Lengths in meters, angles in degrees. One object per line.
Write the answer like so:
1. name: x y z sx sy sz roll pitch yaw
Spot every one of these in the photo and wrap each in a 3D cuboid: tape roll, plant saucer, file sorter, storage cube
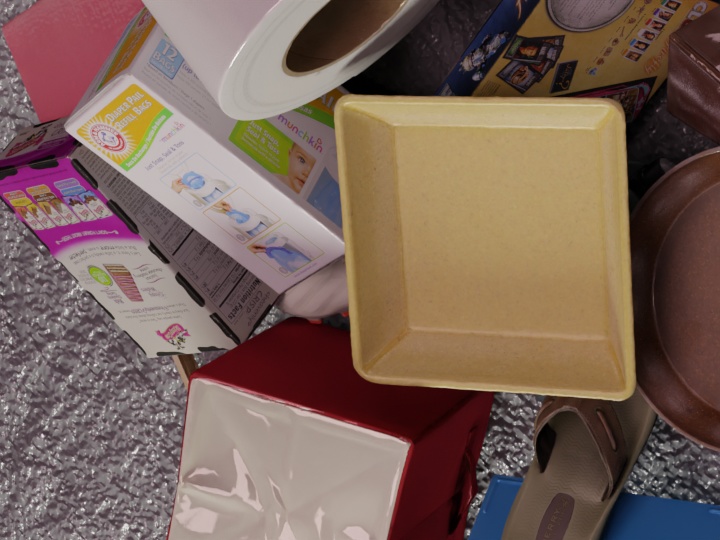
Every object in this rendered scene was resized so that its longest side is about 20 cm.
1. tape roll: -0.044 -0.211 1.400 0.203 0.202 0.139 -46 73 30
2. plant saucer: 0.088 -0.022 1.454 0.199 0.048 0.201 3 108 22
3. plant saucer: 0.255 0.019 1.418 0.200 0.034 0.201 2 94 36
4. file sorter: 0.176 0.241 1.514 0.199 0.123 0.139 4 57 33
5. storage cube: -0.026 0.153 1.602 0.199 0.180 0.172 16 107 17

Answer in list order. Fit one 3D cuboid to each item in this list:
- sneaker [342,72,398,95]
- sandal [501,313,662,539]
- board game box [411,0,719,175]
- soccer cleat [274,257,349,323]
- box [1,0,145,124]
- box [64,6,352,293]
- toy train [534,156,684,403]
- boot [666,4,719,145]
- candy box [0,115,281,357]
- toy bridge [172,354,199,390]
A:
1. sneaker: 0.028 -0.106 1.607 0.104 0.060 0.200 -35 85 46
2. sandal: 0.147 0.117 1.468 0.080 0.057 0.202 14 80 19
3. board game box: 0.134 -0.132 1.494 0.200 0.135 0.035 -53 41 28
4. soccer cleat: 0.000 0.000 1.629 0.199 0.069 0.078 9 143 35
5. box: -0.151 -0.186 1.679 0.200 0.128 0.109 -28 82 33
6. box: -0.087 -0.096 1.542 0.200 0.113 0.101 37 144 -17
7. toy train: 0.167 0.011 1.533 0.114 0.085 0.200 49 118 2
8. boot: 0.262 -0.063 1.462 0.200 0.064 0.187 40 104 18
9. candy box: -0.171 -0.026 1.646 0.136 0.061 0.200 -7 130 52
10. toy bridge: -0.128 0.025 1.759 0.067 0.027 0.201 4 100 34
